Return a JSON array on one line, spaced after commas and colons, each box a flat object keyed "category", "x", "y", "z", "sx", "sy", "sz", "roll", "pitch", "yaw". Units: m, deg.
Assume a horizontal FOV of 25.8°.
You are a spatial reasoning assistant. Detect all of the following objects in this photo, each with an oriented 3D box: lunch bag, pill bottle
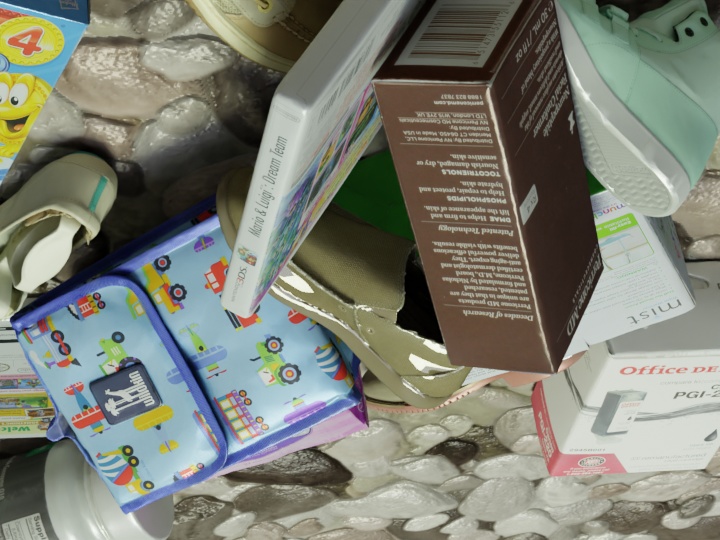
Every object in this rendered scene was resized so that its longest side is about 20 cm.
[{"category": "lunch bag", "x": -0.120, "y": 0.054, "z": 1.024, "sx": 0.199, "sy": 0.094, "sz": 0.151, "roll": -29, "pitch": 104, "yaw": 8}, {"category": "pill bottle", "x": -0.263, "y": 0.204, "z": 1.299, "sx": 0.199, "sy": 0.114, "sz": 0.113, "roll": -19, "pitch": 146, "yaw": 14}]

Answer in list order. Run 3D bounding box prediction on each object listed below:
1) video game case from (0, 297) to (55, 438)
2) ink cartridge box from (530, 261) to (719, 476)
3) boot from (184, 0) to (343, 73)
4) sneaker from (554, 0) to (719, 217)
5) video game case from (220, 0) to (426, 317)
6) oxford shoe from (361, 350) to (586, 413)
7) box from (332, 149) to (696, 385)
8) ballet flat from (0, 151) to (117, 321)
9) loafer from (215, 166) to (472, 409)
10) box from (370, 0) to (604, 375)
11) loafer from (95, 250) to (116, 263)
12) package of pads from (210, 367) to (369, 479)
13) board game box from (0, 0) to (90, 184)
[{"category": "video game case", "x": -0.317, "y": 0.077, "z": 1.177, "sx": 0.199, "sy": 0.022, "sz": 0.182, "roll": -1, "pitch": 146, "yaw": -12}, {"category": "ink cartridge box", "x": 0.232, "y": 0.082, "z": 1.253, "sx": 0.145, "sy": 0.085, "sz": 0.200, "roll": -2, "pitch": 144, "yaw": -10}, {"category": "boot", "x": -0.026, "y": -0.187, "z": 0.796, "sx": 0.155, "sy": 0.073, "sz": 0.200, "roll": -27, "pitch": 138, "yaw": 28}, {"category": "sneaker", "x": 0.141, "y": -0.140, "z": 0.919, "sx": 0.200, "sy": 0.118, "sz": 0.074, "roll": 46, "pitch": 152, "yaw": -17}, {"category": "video game case", "x": -0.008, "y": -0.094, "z": 0.845, "sx": 0.024, "sy": 0.200, "sz": 0.182, "roll": 28, "pitch": 144, "yaw": 5}, {"category": "oxford shoe", "x": 0.076, "y": 0.055, "z": 1.212, "sx": 0.199, "sy": 0.071, "sz": 0.074, "roll": -20, "pitch": 110, "yaw": 30}, {"category": "box", "x": 0.104, "y": -0.017, "z": 1.060, "sx": 0.199, "sy": 0.097, "sz": 0.176, "roll": -20, "pitch": 146, "yaw": 17}, {"category": "ballet flat", "x": -0.231, "y": -0.006, "z": 1.029, "sx": 0.069, "sy": 0.070, "sz": 0.200, "roll": 21, "pitch": 137, "yaw": -37}, {"category": "loafer", "x": 0.000, "y": 0.000, "z": 0.948, "sx": 0.200, "sy": 0.076, "sz": 0.067, "roll": 40, "pitch": 129, "yaw": -19}, {"category": "box", "x": 0.076, "y": -0.049, "z": 0.874, "sx": 0.075, "sy": 0.100, "sz": 0.201, "roll": 6, "pitch": 133, "yaw": 26}, {"category": "loafer", "x": -0.105, "y": 0.020, "z": 1.094, "sx": 0.199, "sy": 0.069, "sz": 0.076, "roll": -10, "pitch": 147, "yaw": 3}, {"category": "package of pads", "x": -0.104, "y": 0.100, "z": 1.210, "sx": 0.199, "sy": 0.076, "sz": 0.121, "roll": -18, "pitch": 147, "yaw": 15}, {"category": "board game box", "x": -0.275, "y": -0.117, "z": 0.859, "sx": 0.199, "sy": 0.056, "sz": 0.196, "roll": 11, "pitch": 143, "yaw": -27}]
